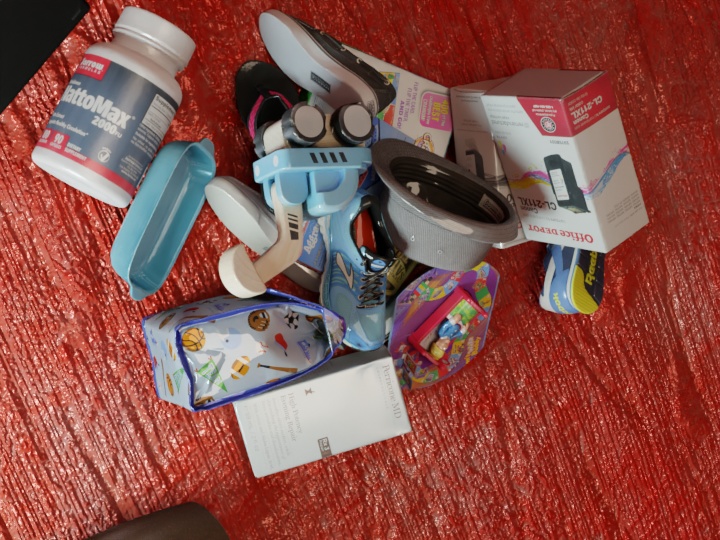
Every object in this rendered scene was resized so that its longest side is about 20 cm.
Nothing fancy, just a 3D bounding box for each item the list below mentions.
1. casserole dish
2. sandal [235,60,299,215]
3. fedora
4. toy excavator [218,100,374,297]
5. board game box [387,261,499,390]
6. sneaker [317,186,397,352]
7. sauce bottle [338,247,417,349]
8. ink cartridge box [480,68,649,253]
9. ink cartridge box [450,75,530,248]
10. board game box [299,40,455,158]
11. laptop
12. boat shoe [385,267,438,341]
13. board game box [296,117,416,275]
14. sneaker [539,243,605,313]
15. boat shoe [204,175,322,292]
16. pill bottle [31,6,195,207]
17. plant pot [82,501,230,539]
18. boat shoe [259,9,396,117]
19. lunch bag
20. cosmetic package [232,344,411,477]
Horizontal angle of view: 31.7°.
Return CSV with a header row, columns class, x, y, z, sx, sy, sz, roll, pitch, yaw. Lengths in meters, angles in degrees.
class,x,y,z,sx,sy,sz,roll,pitch,yaw
casserole dish,-0.227,-0.064,1.447,0.039,0.121,0.201,24,84,14
sandal,-0.099,-0.162,1.489,0.074,0.045,0.202,-11,72,-9
fedora,0.086,-0.066,1.508,0.199,0.177,0.091,25,116,-2
toy excavator,-0.070,-0.078,1.407,0.193,0.100,0.202,-5,83,-31
board game box,0.111,0.079,1.584,0.157,0.039,0.201,-13,132,-28
sneaker,0.000,0.000,1.479,0.078,0.090,0.202,-16,104,-31
sauce bottle,0.022,0.008,1.581,0.066,0.066,0.201,39,77,-21
ink cartridge box,0.244,-0.132,1.510,0.083,0.145,0.201,-33,115,-27
ink cartridge box,0.199,-0.142,1.618,0.145,0.085,0.202,-16,109,-32
board game box,0.017,-0.182,1.579,0.199,0.040,0.154,19,86,-24
laptop,-0.438,-0.298,1.385,0.188,0.116,0.200,-52,140,-12
boat shoe,0.085,0.045,1.609,0.199,0.071,0.064,-36,106,-20
board game box,-0.009,-0.088,1.529,0.103,0.019,0.201,27,80,-33
sneaker,0.285,-0.031,1.694,0.074,0.082,0.201,35,59,-26
boat shoe,-0.099,-0.057,1.523,0.200,0.072,0.069,39,64,-19
pill bottle,-0.268,-0.184,1.408,0.119,0.119,0.201,29,81,-23
plant pot,-0.245,0.357,1.440,0.200,0.186,0.188,-35,107,-33
boat shoe,-0.040,-0.244,1.494,0.056,0.069,0.200,-32,63,-31
lunch bag,-0.133,0.078,1.461,0.199,0.170,0.125,-13,97,-21
cosmetic package,-0.047,0.169,1.533,0.198,0.074,0.102,-17,101,-5
